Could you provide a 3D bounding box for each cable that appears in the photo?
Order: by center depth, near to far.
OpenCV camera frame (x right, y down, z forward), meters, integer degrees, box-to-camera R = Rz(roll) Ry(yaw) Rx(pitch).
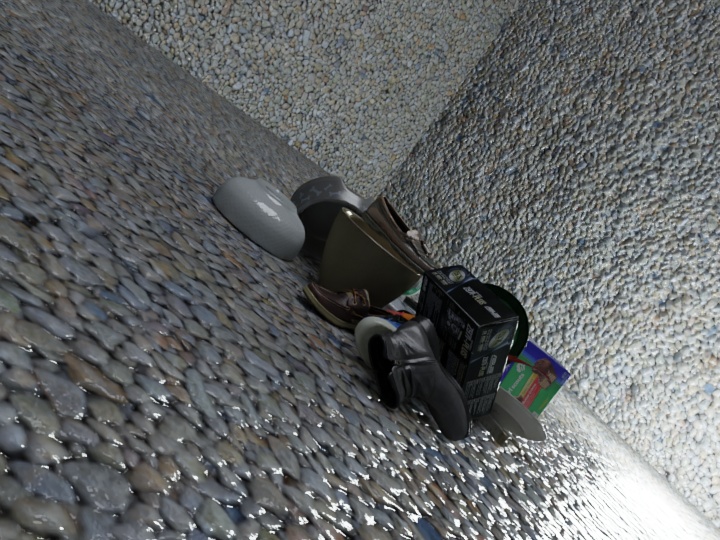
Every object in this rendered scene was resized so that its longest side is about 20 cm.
[{"bbox_3d":[0.142,0.111,1.483,0.096,0.051,0.199,24,5,-44],"label":"cable"}]

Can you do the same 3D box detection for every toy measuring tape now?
[{"bbox_3d":[0.212,0.242,1.228,0.073,0.074,0.200,31,12,-42],"label":"toy measuring tape"}]

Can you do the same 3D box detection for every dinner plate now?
[{"bbox_3d":[0.268,0.267,1.316,0.199,0.024,0.201,40,-16,14],"label":"dinner plate"}]

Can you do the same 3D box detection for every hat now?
[{"bbox_3d":[0.209,0.124,1.180,0.168,0.197,0.176,61,24,-5],"label":"hat"}]

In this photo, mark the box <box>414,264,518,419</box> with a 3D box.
[{"bbox_3d":[0.163,0.122,1.150,0.084,0.204,0.164,-8,34,-27],"label":"box"}]

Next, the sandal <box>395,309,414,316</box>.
[{"bbox_3d":[0.146,0.146,1.368,0.196,0.077,0.043,26,-18,4],"label":"sandal"}]

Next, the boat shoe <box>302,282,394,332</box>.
[{"bbox_3d":[-0.014,0.059,1.170,0.198,0.072,0.072,33,10,-36],"label":"boat shoe"}]

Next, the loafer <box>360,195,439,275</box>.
[{"bbox_3d":[0.082,-0.065,1.280,0.200,0.063,0.072,44,11,27],"label":"loafer"}]

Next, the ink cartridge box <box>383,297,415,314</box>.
[{"bbox_3d":[0.077,0.092,1.507,0.196,0.044,0.200,41,5,11],"label":"ink cartridge box"}]

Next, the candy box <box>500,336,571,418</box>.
[{"bbox_3d":[0.316,0.218,1.450,0.198,0.170,0.077,36,6,-13],"label":"candy box"}]

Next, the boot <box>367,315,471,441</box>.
[{"bbox_3d":[0.081,0.176,1.004,0.130,0.069,0.204,-21,84,-50],"label":"boot"}]

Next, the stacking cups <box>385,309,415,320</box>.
[{"bbox_3d":[0.133,0.121,1.331,0.195,0.062,0.060,10,3,12],"label":"stacking cups"}]

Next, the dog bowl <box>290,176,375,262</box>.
[{"bbox_3d":[-0.057,-0.096,1.420,0.198,0.199,0.060,35,39,-24],"label":"dog bowl"}]

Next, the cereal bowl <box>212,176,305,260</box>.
[{"bbox_3d":[-0.181,-0.113,1.305,0.199,0.084,0.200,39,9,-7],"label":"cereal bowl"}]

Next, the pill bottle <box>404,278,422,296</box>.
[{"bbox_3d":[0.070,-0.027,1.586,0.199,0.114,0.113,32,11,-45],"label":"pill bottle"}]

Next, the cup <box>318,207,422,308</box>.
[{"bbox_3d":[0.000,0.000,1.295,0.199,0.144,0.201,38,9,-7],"label":"cup"}]

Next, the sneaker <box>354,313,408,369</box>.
[{"bbox_3d":[0.041,0.111,1.117,0.199,0.077,0.112,38,13,-41],"label":"sneaker"}]
